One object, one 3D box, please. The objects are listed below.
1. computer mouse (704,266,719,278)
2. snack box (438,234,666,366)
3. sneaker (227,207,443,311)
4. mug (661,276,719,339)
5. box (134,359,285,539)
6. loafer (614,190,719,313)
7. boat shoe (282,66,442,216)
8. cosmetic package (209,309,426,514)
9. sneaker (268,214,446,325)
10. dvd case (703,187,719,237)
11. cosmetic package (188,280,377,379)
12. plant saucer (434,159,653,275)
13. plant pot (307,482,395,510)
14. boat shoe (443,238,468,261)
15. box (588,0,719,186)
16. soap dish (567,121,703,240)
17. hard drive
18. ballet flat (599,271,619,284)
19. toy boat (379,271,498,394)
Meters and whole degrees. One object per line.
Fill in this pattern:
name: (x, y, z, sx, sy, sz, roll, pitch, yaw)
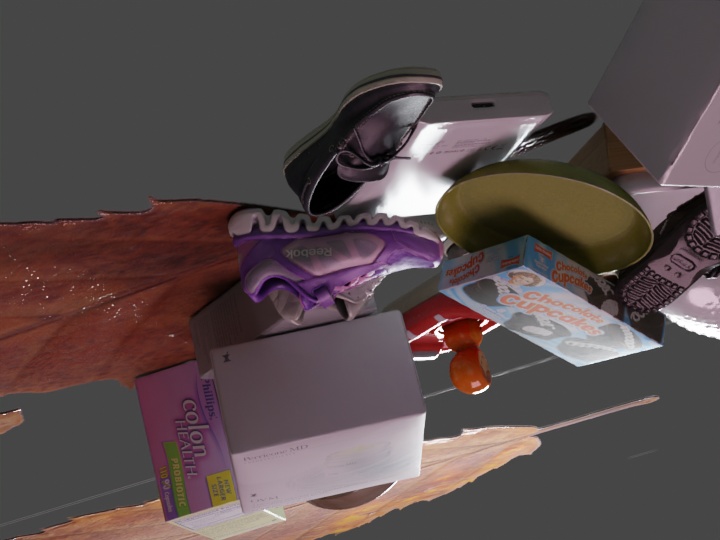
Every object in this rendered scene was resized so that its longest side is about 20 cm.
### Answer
computer mouse: (0.410, -0.086, 1.707, 0.200, 0.139, 0.053, -33, 119, 31)
snack box: (0.187, 0.032, 1.632, 0.200, 0.037, 0.116, 28, 150, -32)
sneaker: (-0.024, -0.005, 1.546, 0.200, 0.089, 0.080, 1, 162, 5)
mug: (0.410, -0.012, 1.851, 0.175, 0.148, 0.200, 11, 145, -41)
box: (-0.178, 0.218, 2.022, 0.097, 0.176, 0.200, -17, 162, 7)
loafer: (0.312, -0.042, 1.567, 0.073, 0.071, 0.200, 37, 124, -24)
boat shoe: (0.005, -0.105, 1.382, 0.075, 0.062, 0.200, 2, 155, -36)
cosmetic package: (-0.043, 0.151, 1.756, 0.199, 0.123, 0.200, -12, 154, -5)
sneaker: (0.000, 0.000, 1.633, 0.200, 0.092, 0.076, -17, 162, -14)
dvd case: (0.358, -0.131, 1.452, 0.143, 0.018, 0.200, -15, 121, 3)
cosmetic package: (-0.084, 0.046, 1.751, 0.101, 0.071, 0.200, 1, 156, -37)
plant saucer: (0.168, -0.051, 1.540, 0.200, 0.031, 0.200, 9, 155, 4)
plant pot: (-0.054, 0.159, 1.972, 0.200, 0.200, 0.174, -23, 144, 24)
boat shoe: (0.187, -0.031, 1.748, 0.201, 0.060, 0.072, -14, 162, -1)
box: (0.307, -0.154, 1.310, 0.200, 0.106, 0.152, 0, 130, -36)
soap dish: (0.290, -0.090, 1.617, 0.200, 0.081, 0.157, -8, 161, -20)
hard drive: (0.069, -0.100, 1.505, 0.132, 0.026, 0.200, -6, 161, -25)
ballet flat: (0.252, 0.008, 1.717, 0.200, 0.064, 0.067, -19, 145, 7)
toy boat: (0.117, 0.075, 1.897, 0.130, 0.131, 0.200, 1, 157, -40)
